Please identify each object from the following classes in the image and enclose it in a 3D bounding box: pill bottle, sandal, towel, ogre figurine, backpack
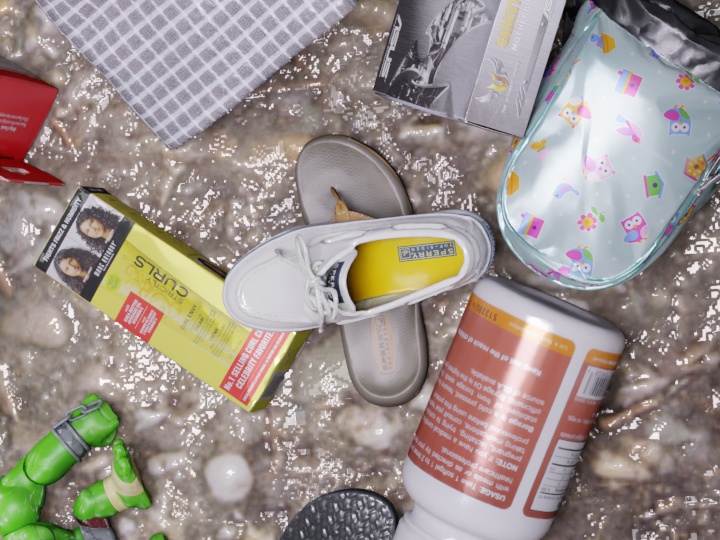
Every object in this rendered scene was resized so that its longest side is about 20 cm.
[{"bbox_3d":[0.095,0.114,1.219,0.112,0.112,0.201,24,97,13],"label":"pill bottle"},{"bbox_3d":[-0.037,0.232,1.295,0.075,0.048,0.201,37,112,10],"label":"sandal"},{"bbox_3d":[-0.112,-0.201,1.240,0.200,0.086,0.166,-35,106,25],"label":"towel"},{"bbox_3d":[-0.204,0.208,1.312,0.119,0.098,0.201,-23,101,-4],"label":"ogre figurine"},{"bbox_3d":[0.170,-0.086,1.188,0.166,0.127,0.201,35,102,8],"label":"backpack"},{"bbox_3d":[0.000,0.000,1.270,0.081,0.055,0.202,-9,89,14],"label":"sandal"}]

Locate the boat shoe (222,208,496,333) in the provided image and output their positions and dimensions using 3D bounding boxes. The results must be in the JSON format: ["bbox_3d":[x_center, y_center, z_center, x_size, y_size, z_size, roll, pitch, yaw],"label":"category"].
[{"bbox_3d":[-0.012,0.006,1.201,0.200,0.086,0.075,-8,97,20],"label":"boat shoe"}]

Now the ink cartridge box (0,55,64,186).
[{"bbox_3d":[-0.307,-0.138,1.314,0.199,0.116,0.068,30,98,11],"label":"ink cartridge box"}]

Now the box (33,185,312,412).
[{"bbox_3d":[-0.138,0.020,1.308,0.199,0.050,0.076,34,98,11],"label":"box"}]

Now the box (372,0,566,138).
[{"bbox_3d":[0.085,-0.199,1.194,0.048,0.158,0.201,14,97,-24],"label":"box"}]
